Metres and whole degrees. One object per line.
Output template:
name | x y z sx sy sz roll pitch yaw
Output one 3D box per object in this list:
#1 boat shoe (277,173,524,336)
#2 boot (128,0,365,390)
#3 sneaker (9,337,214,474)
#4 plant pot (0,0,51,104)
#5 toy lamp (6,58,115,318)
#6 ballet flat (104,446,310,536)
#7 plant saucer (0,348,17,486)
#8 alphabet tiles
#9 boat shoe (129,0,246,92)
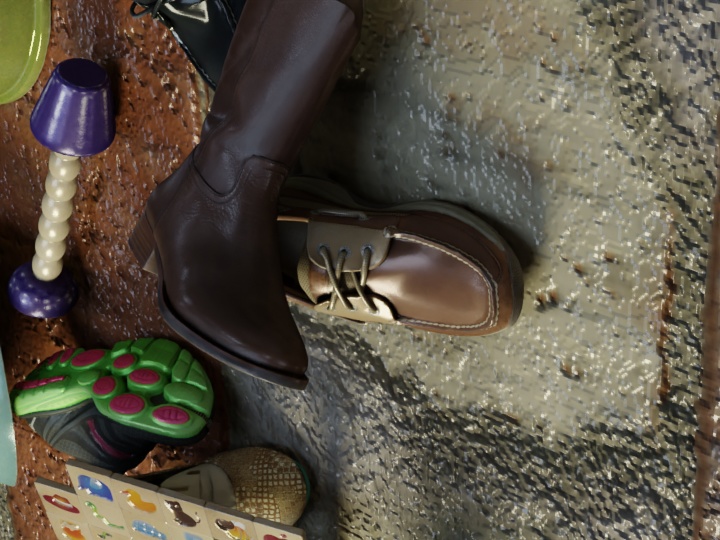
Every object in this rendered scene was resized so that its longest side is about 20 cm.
boat shoe | 0.000 0.000 0.855 0.200 0.072 0.076 14 117 44
boot | -0.038 -0.062 0.810 0.186 0.064 0.200 44 109 46
sneaker | -0.161 0.098 1.096 0.200 0.077 0.084 0 129 48
plant pot | -0.341 -0.188 1.060 0.200 0.184 0.201 24 125 40
toy lamp | -0.201 -0.054 1.070 0.058 0.058 0.200 44 138 26
ballet flat | -0.121 0.160 1.047 0.200 0.065 0.071 -21 74 40
plant saucer | -0.296 0.067 1.189 0.200 0.036 0.200 169 90 -71
alphabet tiles | -0.115 0.191 1.029 0.200 0.008 0.167 14 140 20
boat shoe | -0.113 -0.176 0.902 0.074 0.066 0.200 -22 91 50
